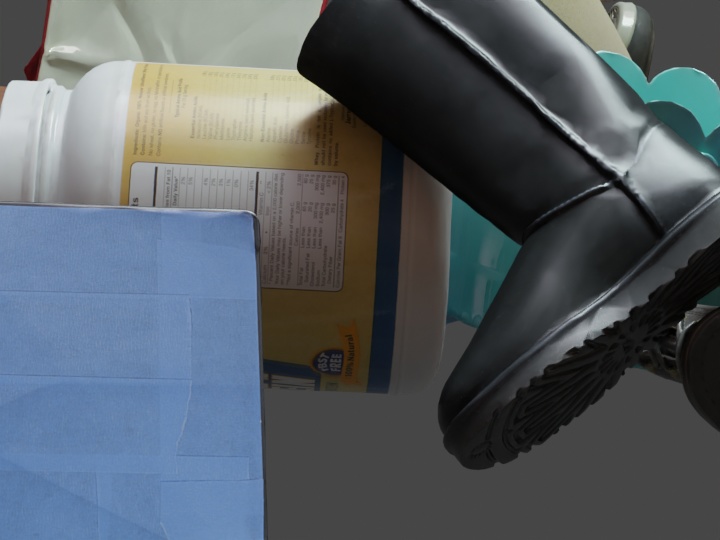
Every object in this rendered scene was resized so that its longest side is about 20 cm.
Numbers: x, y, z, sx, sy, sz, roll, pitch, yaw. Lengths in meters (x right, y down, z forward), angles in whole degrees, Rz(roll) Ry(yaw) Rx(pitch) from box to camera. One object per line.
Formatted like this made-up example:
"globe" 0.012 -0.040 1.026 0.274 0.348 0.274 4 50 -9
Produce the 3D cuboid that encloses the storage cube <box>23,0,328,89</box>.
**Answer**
"storage cube" -0.120 -0.115 1.603 0.199 0.172 0.180 11 -1 -4

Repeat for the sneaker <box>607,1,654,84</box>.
"sneaker" 0.199 -0.088 1.634 0.106 0.201 0.075 6 44 4

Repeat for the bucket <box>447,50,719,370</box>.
"bucket" 0.131 -0.036 1.287 0.206 0.135 0.207 10 12 -2

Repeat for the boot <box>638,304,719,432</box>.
"boot" 0.173 0.043 1.091 0.199 0.070 0.174 9 1 -34

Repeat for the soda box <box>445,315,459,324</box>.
"soda box" 0.000 0.000 1.324 0.068 0.065 0.200 6 7 23

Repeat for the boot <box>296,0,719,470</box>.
"boot" 0.041 -0.036 1.024 0.200 0.165 0.066 46 -16 23

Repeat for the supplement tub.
"supplement tub" -0.061 -0.020 1.132 0.199 0.145 0.145 3 7 -1

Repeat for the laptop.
"laptop" -0.113 0.048 0.704 0.186 0.117 0.200 1 7 -8

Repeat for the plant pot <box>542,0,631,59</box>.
"plant pot" 0.076 -0.119 1.468 0.186 0.201 0.188 -12 35 8
